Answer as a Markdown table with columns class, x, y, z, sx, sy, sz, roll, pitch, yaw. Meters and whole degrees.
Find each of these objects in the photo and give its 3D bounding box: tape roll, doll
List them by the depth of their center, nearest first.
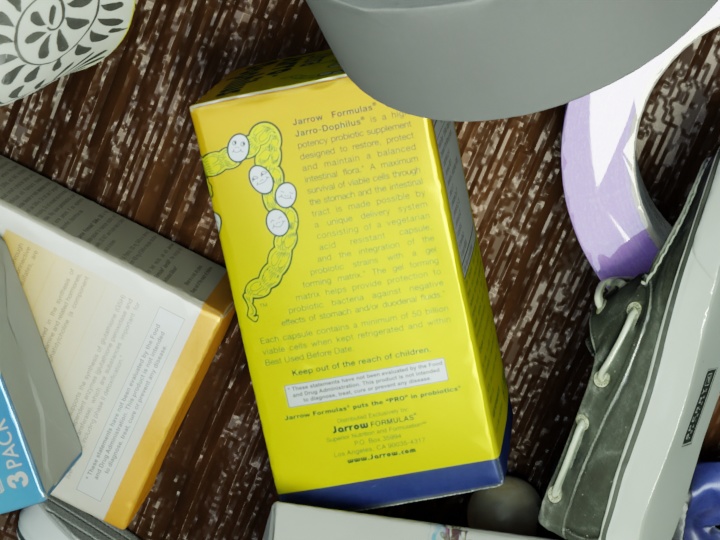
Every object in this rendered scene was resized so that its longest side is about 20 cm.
| class | x | y | z | sx | sy | sz | roll | pitch | yaw |
| --- | --- | --- | --- | --- | --- | --- | --- | --- | --- |
| tape roll | 0.065 | -0.159 | 0.913 | 0.199 | 0.201 | 0.066 | -21 | 133 | 12 |
| tape roll | 0.193 | -0.059 | 0.993 | 0.198 | 0.066 | 0.202 | 1 | 103 | 6 |
| doll | 0.151 | 0.129 | 1.051 | 0.198 | 0.049 | 0.138 | 3 | 121 | 7 |

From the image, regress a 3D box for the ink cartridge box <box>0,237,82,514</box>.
| class | x | y | z | sx | sy | sz | roll | pitch | yaw |
| --- | --- | --- | --- | --- | --- | --- | --- | --- | --- |
| ink cartridge box | -0.247 | 0.071 | 1.001 | 0.198 | 0.068 | 0.116 | -16 | 102 | 13 |

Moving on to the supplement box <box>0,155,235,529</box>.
| class | x | y | z | sx | sy | sz | roll | pitch | yaw |
| --- | --- | --- | --- | --- | --- | --- | --- | --- | --- |
| supplement box | -0.173 | 0.022 | 1.052 | 0.199 | 0.074 | 0.127 | 27 | 106 | 0 |

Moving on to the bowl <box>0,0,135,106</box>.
| class | x | y | z | sx | sy | sz | roll | pitch | yaw |
| --- | --- | --- | --- | --- | --- | --- | --- | --- | --- |
| bowl | -0.210 | -0.134 | 0.953 | 0.199 | 0.095 | 0.202 | 22 | 145 | 16 |

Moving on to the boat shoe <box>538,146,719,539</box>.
| class | x | y | z | sx | sy | sz | roll | pitch | yaw |
| --- | --- | --- | --- | --- | --- | --- | --- | --- | --- |
| boat shoe | 0.131 | 0.030 | 0.951 | 0.063 | 0.071 | 0.202 | 20 | 94 | 26 |

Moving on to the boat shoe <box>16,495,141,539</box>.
| class | x | y | z | sx | sy | sz | roll | pitch | yaw |
| --- | --- | --- | --- | --- | --- | --- | --- | --- | --- |
| boat shoe | -0.109 | 0.199 | 1.088 | 0.200 | 0.072 | 0.071 | 44 | 100 | -7 |

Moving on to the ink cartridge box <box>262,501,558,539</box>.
| class | x | y | z | sx | sy | sz | roll | pitch | yaw |
| --- | --- | --- | --- | --- | --- | --- | --- | --- | --- |
| ink cartridge box | 0.039 | 0.213 | 0.994 | 0.198 | 0.147 | 0.147 | 9 | 61 | -5 |

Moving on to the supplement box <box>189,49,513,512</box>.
| class | x | y | z | sx | sy | sz | roll | pitch | yaw |
| --- | --- | --- | --- | --- | --- | --- | --- | --- | --- |
| supplement box | 0.000 | 0.000 | 1.008 | 0.108 | 0.109 | 0.202 | -10 | 102 | 9 |
